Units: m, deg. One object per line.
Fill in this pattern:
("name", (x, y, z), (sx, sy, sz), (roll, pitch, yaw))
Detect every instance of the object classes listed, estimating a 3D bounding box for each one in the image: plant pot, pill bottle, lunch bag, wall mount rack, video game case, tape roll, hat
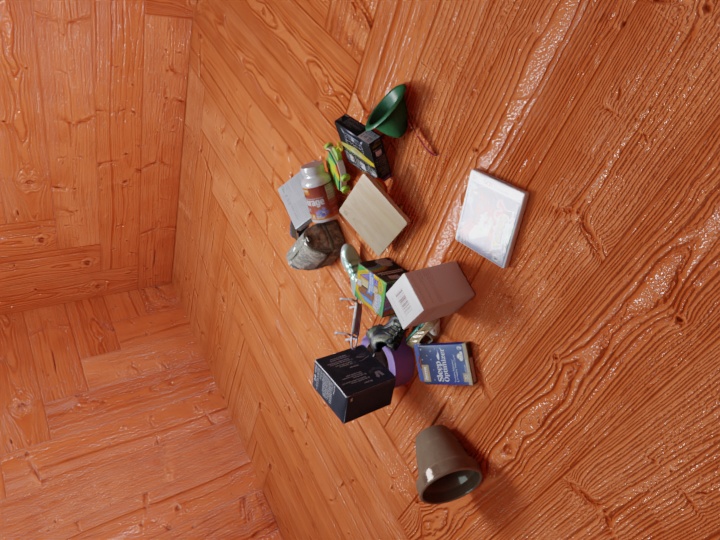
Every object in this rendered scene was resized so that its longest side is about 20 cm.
("plant pot", (0.239, 0.565, 1.574), (0.176, 0.198, 0.202), (-112, 31, -45))
("pill bottle", (-0.148, -0.282, 1.894), (0.112, 0.111, 0.202), (19, 132, 52))
("lunch bag", (-0.175, -0.086, 1.985), (0.200, 0.166, 0.141), (-41, 66, 53))
("wall mount rack", (-0.033, 0.169, 1.800), (0.074, 0.174, 0.203), (4, 76, 16))
("video game case", (0.330, -0.135, 1.352), (0.182, 0.023, 0.202), (39, 130, 44))
("tape roll", (0.088, 0.299, 1.789), (0.199, 0.084, 0.203), (21, 116, 52))
("hat", (0.128, -0.418, 1.561), (0.165, 0.176, 0.202), (-29, 32, 43))

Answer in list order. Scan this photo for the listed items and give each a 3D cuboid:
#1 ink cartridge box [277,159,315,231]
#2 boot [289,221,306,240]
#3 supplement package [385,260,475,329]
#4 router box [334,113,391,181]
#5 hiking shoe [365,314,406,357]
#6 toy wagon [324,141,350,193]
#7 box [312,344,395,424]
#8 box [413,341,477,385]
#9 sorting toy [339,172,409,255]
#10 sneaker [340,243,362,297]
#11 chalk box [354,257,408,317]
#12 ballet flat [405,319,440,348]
("ink cartridge box", (-0.206, -0.289, 2.044), (0.199, 0.043, 0.198), (-33, 68, 18))
("boot", (-0.262, -0.211, 2.160), (0.096, 0.074, 0.203), (21, 119, 48))
("supplement package", (0.192, 0.066, 1.457), (0.118, 0.198, 0.118), (63, 143, 21))
("router box", (0.008, -0.384, 1.665), (0.200, 0.052, 0.158), (44, 163, 40))
("hiking shoe", (0.115, 0.201, 1.667), (0.199, 0.076, 0.102), (-30, 58, 22))
("toy wagon", (-0.083, -0.367, 1.824), (0.201, 0.039, 0.156), (93, 152, -65))
("box", (-0.024, 0.364, 1.723), (0.200, 0.195, 0.119), (39, 130, 43))
("box", (0.240, 0.274, 1.557), (0.198, 0.032, 0.123), (-10, 92, 42))
("sorting toy", (0.055, -0.183, 1.660), (0.200, 0.069, 0.199), (49, 142, 6))
("sneaker", (0.000, 0.000, 1.833), (0.118, 0.073, 0.203), (0, 109, 62))
("chalk box", (0.089, 0.061, 1.678), (0.200, 0.124, 0.125), (38, 129, 46))
("ballet flat", (0.206, 0.180, 1.611), (0.065, 0.071, 0.201), (38, 139, 7))
